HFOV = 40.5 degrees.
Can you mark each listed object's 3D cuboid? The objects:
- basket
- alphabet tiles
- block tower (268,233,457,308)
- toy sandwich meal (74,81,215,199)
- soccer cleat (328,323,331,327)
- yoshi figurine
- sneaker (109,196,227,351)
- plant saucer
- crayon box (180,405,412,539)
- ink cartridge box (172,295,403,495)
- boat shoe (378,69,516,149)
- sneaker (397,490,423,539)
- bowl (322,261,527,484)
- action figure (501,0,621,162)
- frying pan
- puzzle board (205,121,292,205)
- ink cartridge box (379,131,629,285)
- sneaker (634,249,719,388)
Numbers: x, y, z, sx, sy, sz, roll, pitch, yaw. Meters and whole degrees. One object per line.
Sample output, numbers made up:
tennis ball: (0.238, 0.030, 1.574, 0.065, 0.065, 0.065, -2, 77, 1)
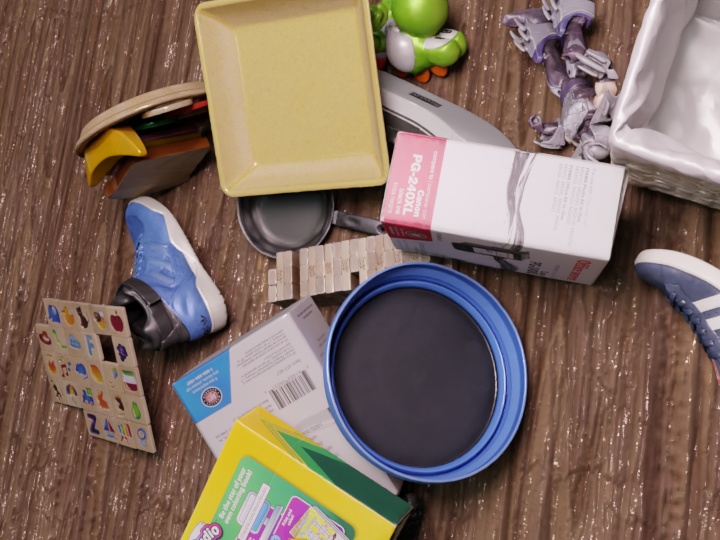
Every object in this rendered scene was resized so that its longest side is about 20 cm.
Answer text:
basket: (0.321, -0.148, 0.796, 0.196, 0.161, 0.203, 19, 87, 15)
alphabet tiles: (-0.312, 0.117, 1.128, 0.198, 0.008, 0.170, 4, 109, 43)
block tower: (0.000, 0.000, 1.013, 0.197, 0.058, 0.055, -9, 75, 25)
toy sandwich meal: (-0.226, -0.142, 1.088, 0.203, 0.205, 0.071, -22, 89, 22)
soccer cleat: (-0.025, 0.095, 1.007, 0.199, 0.068, 0.074, -33, 86, 16)
yoshi figurine: (0.019, -0.270, 1.039, 0.197, 0.112, 0.114, 13, 76, 25)
sneaker: (-0.245, 0.004, 1.105, 0.201, 0.110, 0.077, 54, 147, 22)
plant saucer: (-0.063, -0.185, 1.004, 0.197, 0.048, 0.203, -2, 103, 24)
crayon box: (-0.073, 0.257, 0.891, 0.171, 0.058, 0.202, 30, 105, 15)
ink cartridge box: (-0.064, 0.151, 0.951, 0.145, 0.084, 0.202, -30, 93, 17)
boat shoe: (0.074, -0.138, 1.005, 0.199, 0.070, 0.064, 34, 123, 25)
sneaker: (-0.025, 0.279, 0.952, 0.090, 0.070, 0.201, 40, 100, 26)
bowl: (0.058, 0.095, 0.903, 0.039, 0.198, 0.204, 140, 133, -66)
action figure: (0.198, -0.181, 0.928, 0.130, 0.068, 0.202, 123, 143, -52)
frying pan: (-0.046, -0.077, 1.063, 0.187, 0.031, 0.117, -10, 89, 16)
puzzle board: (-0.100, -0.193, 1.134, 0.151, 0.017, 0.200, -49, 61, 11)
ink cartridge box: (0.127, -0.052, 0.875, 0.197, 0.145, 0.085, 11, 83, 9)
sneaker: (0.307, 0.057, 0.824, 0.199, 0.075, 0.085, 34, 90, 29)
